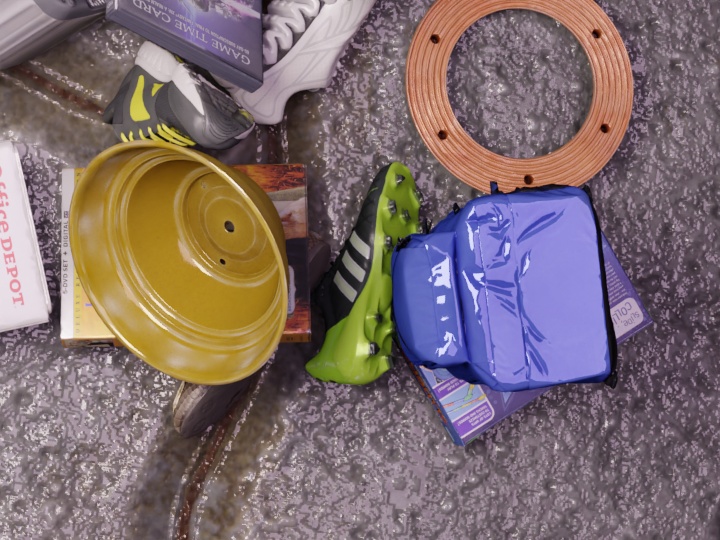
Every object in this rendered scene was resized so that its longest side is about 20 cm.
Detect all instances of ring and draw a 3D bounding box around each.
[{"bbox_3d":[0.135,-0.158,1.735,0.200,0.019,0.201,1,83,-10],"label":"ring"}]

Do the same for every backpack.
[{"bbox_3d":[0.107,0.012,1.603,0.167,0.200,0.163,-1,90,-2],"label":"backpack"}]

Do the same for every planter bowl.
[{"bbox_3d":[-0.119,-0.020,1.552,0.201,0.200,0.083,58,40,-5],"label":"planter bowl"}]

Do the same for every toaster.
[{"bbox_3d":[-0.258,-0.224,1.566,0.129,0.200,0.114,-29,96,32],"label":"toaster"}]

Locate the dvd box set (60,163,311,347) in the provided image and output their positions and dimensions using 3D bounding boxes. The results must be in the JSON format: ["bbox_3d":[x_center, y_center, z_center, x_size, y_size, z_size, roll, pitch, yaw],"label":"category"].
[{"bbox_3d":[-0.140,-0.013,1.632,0.199,0.029,0.147,0,73,-3],"label":"dvd box set"}]

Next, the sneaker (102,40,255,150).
[{"bbox_3d":[-0.145,-0.116,1.594,0.074,0.200,0.085,36,92,-25],"label":"sneaker"}]

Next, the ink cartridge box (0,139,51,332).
[{"bbox_3d":[-0.355,-0.010,1.585,0.199,0.086,0.147,-12,91,-15],"label":"ink cartridge box"}]

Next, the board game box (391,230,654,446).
[{"bbox_3d":[0.132,0.039,1.725,0.200,0.034,0.136,-31,95,-12],"label":"board game box"}]

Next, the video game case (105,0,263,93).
[{"bbox_3d":[-0.136,-0.248,1.604,0.143,0.019,0.201,25,48,-34],"label":"video game case"}]

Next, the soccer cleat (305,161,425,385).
[{"bbox_3d":[0.000,0.000,1.676,0.068,0.081,0.201,41,52,-46],"label":"soccer cleat"}]

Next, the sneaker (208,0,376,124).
[{"bbox_3d":[-0.036,-0.201,1.685,0.200,0.075,0.081,-41,119,-15],"label":"sneaker"}]

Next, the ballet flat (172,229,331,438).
[{"bbox_3d":[-0.096,0.047,1.663,0.046,0.067,0.200,31,80,17],"label":"ballet flat"}]
